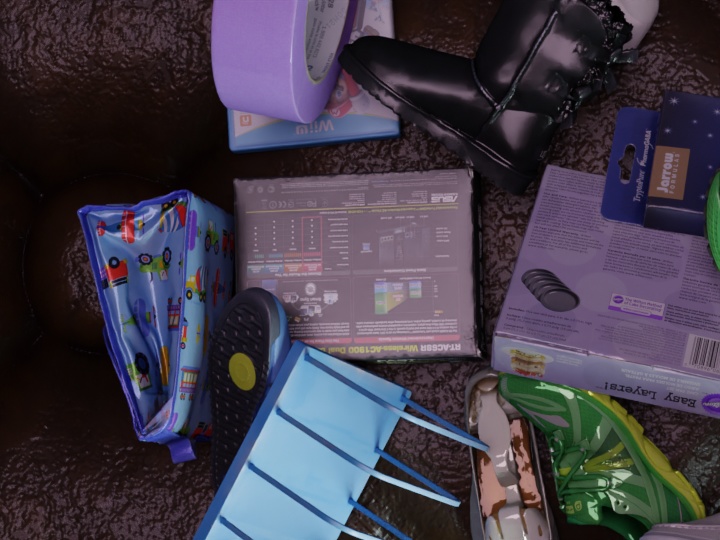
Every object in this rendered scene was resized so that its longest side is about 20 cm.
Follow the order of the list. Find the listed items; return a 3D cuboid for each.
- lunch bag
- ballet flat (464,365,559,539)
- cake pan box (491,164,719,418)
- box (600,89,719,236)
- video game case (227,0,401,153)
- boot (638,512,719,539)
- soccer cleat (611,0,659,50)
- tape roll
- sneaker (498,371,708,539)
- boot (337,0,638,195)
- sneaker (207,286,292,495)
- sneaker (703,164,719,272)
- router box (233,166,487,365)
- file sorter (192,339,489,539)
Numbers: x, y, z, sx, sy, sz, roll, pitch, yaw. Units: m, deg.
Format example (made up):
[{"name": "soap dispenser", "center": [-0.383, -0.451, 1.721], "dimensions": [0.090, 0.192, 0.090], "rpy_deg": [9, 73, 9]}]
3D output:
[{"name": "lunch bag", "center": [-0.144, 0.050, 1.508], "dimensions": [0.094, 0.151, 0.201], "rpy_deg": [-9, 82, 9]}, {"name": "ballet flat", "center": [0.113, 0.172, 1.494], "dimensions": [0.067, 0.064, 0.201], "rpy_deg": [-10, 83, 9]}, {"name": "cake pan box", "center": [0.214, 0.013, 1.453], "dimensions": [0.199, 0.052, 0.185], "rpy_deg": [10, 52, 10]}, {"name": "box", "center": [0.290, -0.076, 1.473], "dimensions": [0.199, 0.032, 0.121], "rpy_deg": [8, 54, 9]}, {"name": "video game case", "center": [-0.043, -0.202, 1.583], "dimensions": [0.143, 0.018, 0.201], "rpy_deg": [-5, 84, 9]}, {"name": "boot", "center": [0.302, 0.183, 1.442], "dimensions": [0.199, 0.074, 0.096], "rpy_deg": [8, 76, -15]}, {"name": "soccer cleat", "center": [0.139, -0.232, 1.531], "dimensions": [0.200, 0.069, 0.078], "rpy_deg": [23, 92, 9]}, {"name": "tape roll", "center": [-0.053, -0.217, 1.476], "dimensions": [0.065, 0.200, 0.201], "rpy_deg": [11, 86, 12]}, {"name": "sneaker", "center": [0.177, 0.149, 1.455], "dimensions": [0.200, 0.074, 0.084], "rpy_deg": [44, 71, -4]}, {"name": "boot", "center": [0.101, -0.172, 1.492], "dimensions": [0.198, 0.073, 0.163], "rpy_deg": [36, 107, 10]}, {"name": "sneaker", "center": [-0.071, 0.098, 1.499], "dimensions": [0.066, 0.078, 0.201], "rpy_deg": [25, 123, 39]}, {"name": "sneaker", "center": [0.316, 0.002, 1.370], "dimensions": [0.078, 0.085, 0.200], "rpy_deg": [-28, 89, -31]}, {"name": "router box", "center": [0.000, 0.000, 1.532], "dimensions": [0.199, 0.062, 0.150], "rpy_deg": [-2, 83, 10]}, {"name": "file sorter", "center": [-0.016, 0.182, 1.454], "dimensions": [0.123, 0.139, 0.200], "rpy_deg": [29, 92, 43]}]
